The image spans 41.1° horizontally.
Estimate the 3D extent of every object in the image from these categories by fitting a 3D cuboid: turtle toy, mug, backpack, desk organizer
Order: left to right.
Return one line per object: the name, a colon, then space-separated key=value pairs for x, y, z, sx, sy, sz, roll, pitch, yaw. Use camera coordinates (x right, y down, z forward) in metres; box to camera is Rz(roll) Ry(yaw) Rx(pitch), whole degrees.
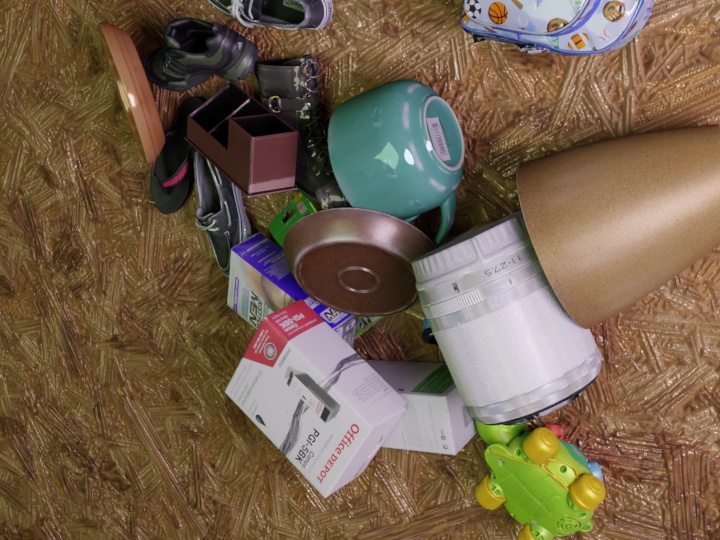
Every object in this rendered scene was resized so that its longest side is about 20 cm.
desk organizer: x=-0.156 y=-0.174 z=1.242 sx=0.200 sy=0.071 sz=0.078 roll=41 pitch=133 yaw=46
mug: x=0.060 y=-0.133 z=1.119 sx=0.113 sy=0.154 sz=0.185 roll=-17 pitch=139 yaw=34
turtle toy: x=0.215 y=0.241 z=1.186 sx=0.200 sy=0.101 sz=0.146 roll=46 pitch=128 yaw=11
backpack: x=0.201 y=-0.303 z=0.948 sx=0.188 sy=0.154 sz=0.203 roll=16 pitch=115 yaw=17

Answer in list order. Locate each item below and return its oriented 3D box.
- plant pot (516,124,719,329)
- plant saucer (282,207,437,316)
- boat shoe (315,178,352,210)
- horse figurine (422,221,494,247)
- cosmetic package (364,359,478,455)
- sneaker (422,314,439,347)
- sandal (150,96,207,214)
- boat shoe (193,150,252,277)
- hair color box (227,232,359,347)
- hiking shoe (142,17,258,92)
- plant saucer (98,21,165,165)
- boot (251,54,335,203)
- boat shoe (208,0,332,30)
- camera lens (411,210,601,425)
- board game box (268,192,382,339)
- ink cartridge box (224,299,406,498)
plant pot: x=0.286 y=-0.064 z=0.976 sx=0.198 sy=0.186 sz=0.188 roll=-25 pitch=95 yaw=25
plant saucer: x=0.000 y=0.000 z=1.160 sx=0.197 sy=0.035 sz=0.202 roll=7 pitch=144 yaw=5
boat shoe: x=0.002 y=-0.038 z=1.201 sx=0.060 sy=0.072 sz=0.203 roll=-13 pitch=131 yaw=12
horse figurine: x=0.143 y=-0.009 z=1.167 sx=0.198 sy=0.050 sz=0.134 roll=-17 pitch=105 yaw=41
cosmetic package: x=0.057 y=0.177 z=1.268 sx=0.197 sy=0.107 sz=0.086 roll=0 pitch=108 yaw=34
sneaker: x=0.150 y=0.111 z=1.163 sx=0.199 sy=0.090 sz=0.078 roll=35 pitch=139 yaw=-6
sandal: x=-0.270 y=-0.165 z=1.394 sx=0.075 sy=0.045 sz=0.201 roll=41 pitch=127 yaw=14
boat shoe: x=-0.205 y=-0.083 z=1.362 sx=0.071 sy=0.070 sz=0.203 roll=6 pitch=109 yaw=40
hair color box: x=-0.096 y=0.051 z=1.327 sx=0.199 sy=0.065 sz=0.110 roll=35 pitch=137 yaw=24
hiking shoe: x=-0.228 y=-0.296 z=1.262 sx=0.198 sy=0.077 sz=0.101 roll=0 pitch=152 yaw=36
plant saucer: x=-0.316 y=-0.249 z=1.339 sx=0.200 sy=0.037 sz=0.203 roll=160 pitch=91 yaw=-77
boot: x=-0.062 y=-0.184 z=1.225 sx=0.198 sy=0.069 sz=0.177 roll=14 pitch=117 yaw=32
boat shoe: x=-0.132 y=-0.340 z=1.209 sx=0.197 sy=0.068 sz=0.075 roll=26 pitch=122 yaw=24
camera lens: x=0.159 y=0.054 z=1.044 sx=0.159 sy=0.159 sz=0.203 roll=-23 pitch=92 yaw=39
board game box: x=-0.042 y=-0.006 z=1.311 sx=0.201 sy=0.030 sz=0.095 roll=53 pitch=131 yaw=2
ink cartridge box: x=-0.060 y=0.163 z=1.227 sx=0.200 sy=0.082 sz=0.148 roll=42 pitch=124 yaw=18
